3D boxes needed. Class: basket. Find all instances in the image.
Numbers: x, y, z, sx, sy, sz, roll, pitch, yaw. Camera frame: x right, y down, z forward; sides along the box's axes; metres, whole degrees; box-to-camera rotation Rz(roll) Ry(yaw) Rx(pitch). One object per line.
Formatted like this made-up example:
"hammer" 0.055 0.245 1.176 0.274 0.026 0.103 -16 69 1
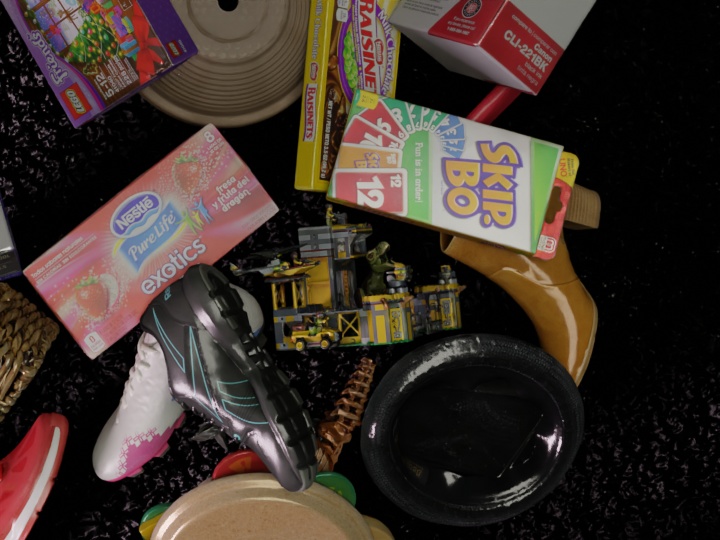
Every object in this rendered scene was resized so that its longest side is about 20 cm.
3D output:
"basket" -0.336 0.060 1.552 0.149 0.200 0.143 36 87 -7

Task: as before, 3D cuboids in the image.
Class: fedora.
"fedora" 0.088 0.121 1.661 0.200 0.092 0.201 -7 117 -14

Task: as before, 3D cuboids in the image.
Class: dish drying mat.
"dish drying mat" 0.098 -0.128 1.680 0.018 0.077 0.200 45 84 4

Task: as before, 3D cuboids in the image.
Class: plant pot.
"plant pot" -0.115 -0.222 1.638 0.200 0.093 0.202 0 90 -10

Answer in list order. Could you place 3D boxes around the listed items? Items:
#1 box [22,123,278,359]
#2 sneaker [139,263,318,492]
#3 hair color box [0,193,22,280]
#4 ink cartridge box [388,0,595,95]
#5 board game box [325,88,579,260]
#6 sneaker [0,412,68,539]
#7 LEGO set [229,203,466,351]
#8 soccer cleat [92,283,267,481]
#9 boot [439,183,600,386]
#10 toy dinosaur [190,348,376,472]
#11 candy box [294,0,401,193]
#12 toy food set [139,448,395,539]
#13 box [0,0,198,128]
"box" -0.176 -0.026 1.627 0.200 0.103 0.095 -39 96 -5
"sneaker" -0.103 0.095 1.563 0.079 0.075 0.201 -31 86 14
"hair color box" -0.355 -0.080 1.585 0.109 0.065 0.201 -16 70 -8
"ink cartridge box" 0.137 -0.263 1.641 0.084 0.144 0.200 34 86 -33
"board game box" 0.079 -0.079 1.623 0.199 0.030 0.096 16 84 -3
"sneaker" -0.330 0.194 1.618 0.115 0.078 0.201 27 86 -9
"LEGO set" 0.000 0.000 1.612 0.153 0.200 0.116 -5 91 28
"soccer cleat" -0.169 0.085 1.631 0.200 0.070 0.086 -47 124 0
"boot" 0.132 0.004 1.675 0.143 0.071 0.202 12 77 -26
"toy dinosaur" -0.063 0.143 1.646 0.136 0.102 0.200 42 90 -9
"candy box" -0.008 -0.165 1.660 0.102 0.026 0.201 5 90 -52
"toy food set" -0.081 0.236 1.629 0.199 0.049 0.198 -27 122 17
"box" -0.235 -0.234 1.602 0.039 0.137 0.201 -35 97 -49
